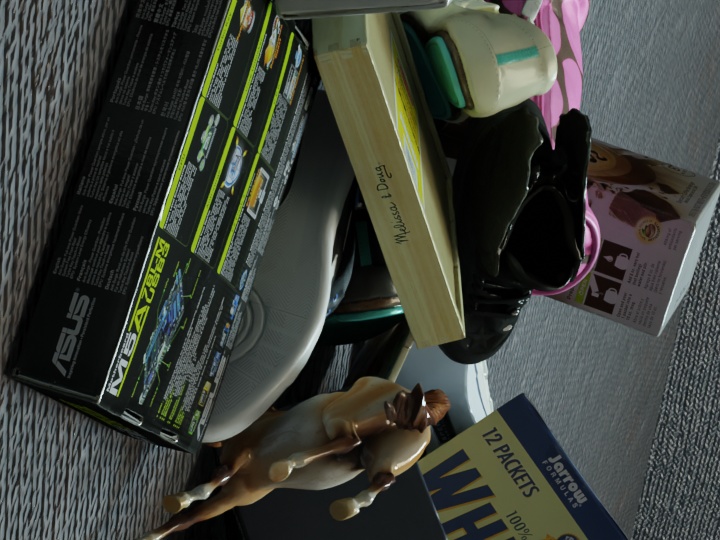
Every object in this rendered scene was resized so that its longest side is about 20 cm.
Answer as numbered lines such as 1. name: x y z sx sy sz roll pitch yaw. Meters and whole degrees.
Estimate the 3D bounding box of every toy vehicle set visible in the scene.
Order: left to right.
1. toy vehicle set: 0.014 -0.075 1.377 0.125 0.026 0.201 -93 167 -48

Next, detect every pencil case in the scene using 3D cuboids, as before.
1. pencil case: 0.099 -0.088 1.611 0.094 0.090 0.201 123 -29 -52

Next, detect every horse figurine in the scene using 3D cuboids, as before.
1. horse figurine: -0.027 0.087 1.324 0.132 0.199 0.050 -36 105 -53

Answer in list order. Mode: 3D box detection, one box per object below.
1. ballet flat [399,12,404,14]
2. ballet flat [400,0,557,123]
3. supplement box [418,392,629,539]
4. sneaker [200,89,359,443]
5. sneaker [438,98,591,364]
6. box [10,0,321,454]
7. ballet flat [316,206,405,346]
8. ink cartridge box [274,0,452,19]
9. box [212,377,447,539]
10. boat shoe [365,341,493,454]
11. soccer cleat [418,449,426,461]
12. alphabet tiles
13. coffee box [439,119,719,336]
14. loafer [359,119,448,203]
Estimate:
1. ballet flat: 0.029 -0.196 1.442 0.071 0.065 0.201 -28 134 -77
2. ballet flat: 0.059 -0.114 1.455 0.200 0.069 0.070 -142 -114 -75
3. supplement box: 0.073 0.218 1.773 0.199 0.134 0.200 -33 153 -5
4. sneaker: -0.042 0.019 1.383 0.112 0.073 0.201 85 23 -59
5. sneaker: 0.080 -0.013 1.468 0.104 0.060 0.201 -112 -153 -54
6. box: -0.080 -0.027 1.214 0.193 0.047 0.201 41 66 -75
7. ballet flat: 0.000 0.000 1.538 0.200 0.068 0.069 140 -59 -80
8. ink cartridge box: 0.018 -0.214 1.223 0.200 0.085 0.147 -52 136 -58
9. box: 0.000 0.197 1.506 0.182 0.104 0.201 86 -16 -59
10. boat shoe: 0.053 0.057 1.832 0.086 0.074 0.203 -88 160 -56
11. soccer cleat: 0.006 0.134 1.810 0.200 0.067 0.081 102 1 -52
12. alphabet tiles: 0.001 0.070 1.634 0.200 0.008 0.168 -56 -174 45
13. coffee box: 0.113 -0.041 1.715 0.113 0.199 0.080 -44 152 -69
14. loafer: 0.025 -0.084 1.576 0.200 0.063 0.072 -54 158 -59
